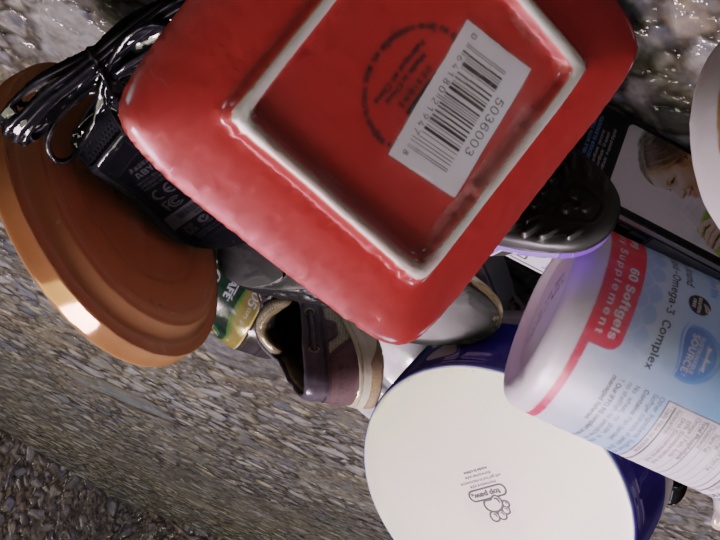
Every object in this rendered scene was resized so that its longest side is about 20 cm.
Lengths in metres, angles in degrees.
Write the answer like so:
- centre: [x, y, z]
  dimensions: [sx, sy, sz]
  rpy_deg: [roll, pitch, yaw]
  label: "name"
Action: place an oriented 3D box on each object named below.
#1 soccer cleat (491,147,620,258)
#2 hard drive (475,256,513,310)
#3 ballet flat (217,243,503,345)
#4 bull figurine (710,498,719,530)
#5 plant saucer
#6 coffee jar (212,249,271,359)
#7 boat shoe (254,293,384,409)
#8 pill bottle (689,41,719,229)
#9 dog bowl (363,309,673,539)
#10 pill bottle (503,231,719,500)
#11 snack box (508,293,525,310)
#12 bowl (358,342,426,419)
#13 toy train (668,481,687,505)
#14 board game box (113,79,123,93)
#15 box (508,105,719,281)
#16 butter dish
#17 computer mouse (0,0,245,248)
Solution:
- centre: [0.058, -0.035, 0.657]
  dimensions: [0.199, 0.068, 0.073]
  rpy_deg: [12, 151, 39]
  label: "soccer cleat"
- centre: [-0.002, -0.027, 0.811]
  dimensions: [0.199, 0.027, 0.132]
  rpy_deg: [13, 159, 23]
  label: "hard drive"
- centre: [0.000, 0.000, 0.787]
  dimensions: [0.199, 0.057, 0.067]
  rpy_deg: [16, 116, 15]
  label: "ballet flat"
- centre: [0.287, 0.114, 0.735]
  dimensions: [0.065, 0.122, 0.200]
  rpy_deg: [32, 119, -20]
  label: "bull figurine"
- centre: [-0.149, -0.039, 0.738]
  dimensions: [0.032, 0.201, 0.200]
  rpy_deg: [-27, 136, 20]
  label: "plant saucer"
- centre: [-0.138, -0.007, 1.018]
  dimensions: [0.199, 0.105, 0.085]
  rpy_deg: [27, 162, -10]
  label: "coffee jar"
- centre: [-0.046, 0.037, 0.876]
  dimensions: [0.064, 0.072, 0.200]
  rpy_deg: [3, -154, -26]
  label: "boat shoe"
- centre: [0.234, -0.064, 0.449]
  dimensions: [0.114, 0.115, 0.200]
  rpy_deg: [33, 158, -24]
  label: "pill bottle"
- centre: [0.104, 0.133, 0.810]
  dimensions: [0.199, 0.079, 0.201]
  rpy_deg: [15, 121, 27]
  label: "dog bowl"
- centre: [0.187, 0.062, 0.647]
  dimensions: [0.199, 0.109, 0.109]
  rpy_deg: [24, 160, -1]
  label: "pill bottle"
- centre: [0.149, 0.091, 0.900]
  dimensions: [0.200, 0.024, 0.072]
  rpy_deg: [55, 171, 24]
  label: "snack box"
- centre: [0.028, 0.065, 0.943]
  dimensions: [0.201, 0.090, 0.201]
  rpy_deg: [39, 161, 16]
  label: "bowl"
- centre: [0.223, 0.133, 0.867]
  dimensions: [0.046, 0.034, 0.200]
  rpy_deg: [14, 157, 18]
  label: "toy train"
- centre: [-0.037, -0.095, 0.779]
  dimensions: [0.200, 0.041, 0.199]
  rpy_deg: [37, 156, -32]
  label: "board game box"
- centre: [0.186, -0.013, 0.707]
  dimensions: [0.199, 0.060, 0.117]
  rpy_deg: [27, 159, -8]
  label: "box"
- centre: [-0.004, -0.101, 0.575]
  dimensions: [0.199, 0.200, 0.148]
  rpy_deg: [39, 178, -32]
  label: "butter dish"
- centre: [-0.107, -0.083, 0.701]
  dimensions: [0.053, 0.138, 0.200]
  rpy_deg: [63, -173, 34]
  label: "computer mouse"
